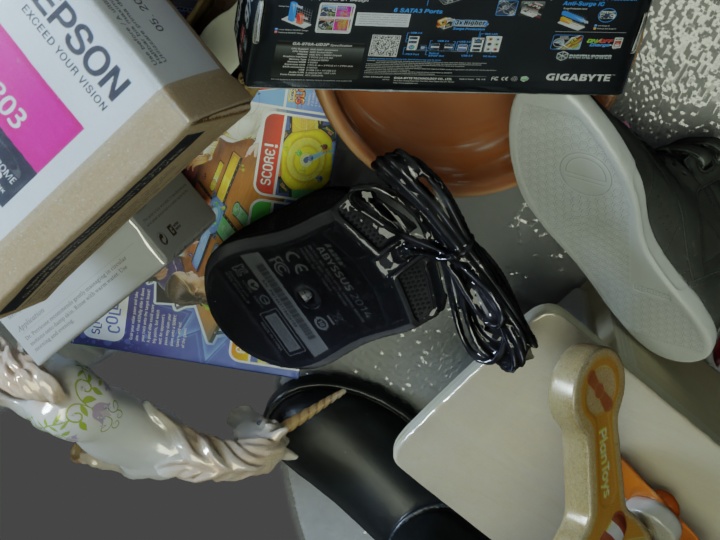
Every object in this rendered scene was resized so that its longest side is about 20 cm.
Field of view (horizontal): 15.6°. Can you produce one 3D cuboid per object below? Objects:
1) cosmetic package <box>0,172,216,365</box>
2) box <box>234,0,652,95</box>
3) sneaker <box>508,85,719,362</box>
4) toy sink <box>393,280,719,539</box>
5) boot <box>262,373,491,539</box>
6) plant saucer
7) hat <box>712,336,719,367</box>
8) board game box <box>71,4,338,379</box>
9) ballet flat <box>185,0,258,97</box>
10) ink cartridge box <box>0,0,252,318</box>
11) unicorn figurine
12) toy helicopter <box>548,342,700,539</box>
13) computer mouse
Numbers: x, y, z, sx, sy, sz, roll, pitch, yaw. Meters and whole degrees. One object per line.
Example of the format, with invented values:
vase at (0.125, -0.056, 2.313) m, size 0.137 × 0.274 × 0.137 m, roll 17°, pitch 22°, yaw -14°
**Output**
cosmetic package at (-0.187, -0.065, 1.401) m, size 0.107 × 0.085 × 0.200 m, roll -36°, pitch 95°, yaw 26°
box at (0.047, -0.156, 1.259) m, size 0.199 × 0.046 × 0.159 m, roll 0°, pitch 137°, yaw -12°
sneaker at (0.148, -0.053, 1.405) m, size 0.070 × 0.099 × 0.200 m, roll -4°, pitch 134°, yaw 40°
toy sink at (0.127, 0.092, 1.474) m, size 0.200 × 0.112 × 0.130 m, roll 38°, pitch 111°, yaw -19°
boot at (0.026, 0.155, 1.480) m, size 0.198 × 0.163 × 0.073 m, roll 35°, pitch 114°, yaw -12°
plant saucer at (0.058, -0.139, 1.372) m, size 0.199 × 0.037 × 0.201 m, roll -9°, pitch 112°, yaw -24°
hat at (0.288, -0.058, 1.447) m, size 0.200 × 0.176 × 0.166 m, roll -38°, pitch 115°, yaw -23°
board game box at (-0.085, -0.044, 1.460) m, size 0.135 × 0.034 × 0.201 m, roll 9°, pitch 115°, yaw -2°
ballet flat at (-0.041, -0.152, 1.367) m, size 0.068 × 0.063 × 0.200 m, roll 32°, pitch 98°, yaw 1°
ink cartridge box at (-0.180, -0.103, 1.289) m, size 0.165 × 0.075 × 0.200 m, roll -42°, pitch 83°, yaw 24°
unicorn figurine at (-0.131, 0.084, 1.472) m, size 0.199 × 0.137 × 0.074 m, roll 10°, pitch 90°, yaw -43°
toy helicopter at (0.131, 0.129, 1.377) m, size 0.079 × 0.132 × 0.201 m, roll 14°, pitch 119°, yaw 41°
computer mouse at (0.000, 0.000, 1.400) m, size 0.200 × 0.053 × 0.139 m, roll -13°, pitch 117°, yaw 44°
